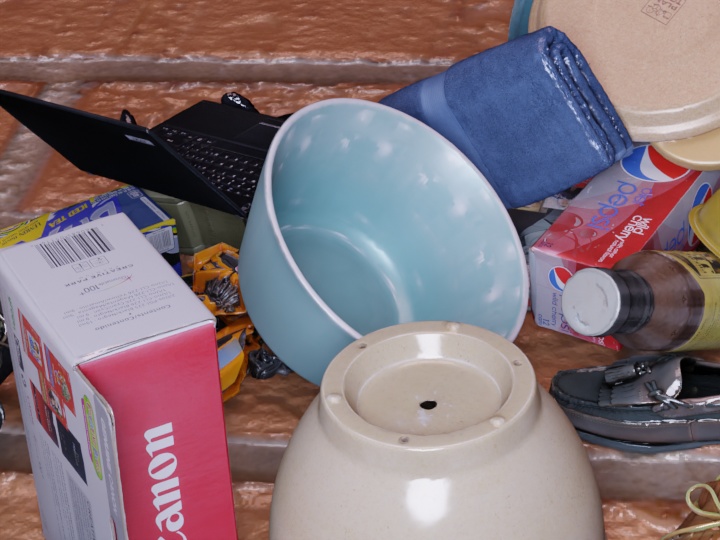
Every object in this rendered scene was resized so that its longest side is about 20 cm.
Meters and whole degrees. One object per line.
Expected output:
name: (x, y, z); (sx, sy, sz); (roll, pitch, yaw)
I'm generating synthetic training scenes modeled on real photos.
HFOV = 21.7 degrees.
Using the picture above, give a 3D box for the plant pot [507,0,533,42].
plant pot: (0.246, -0.177, 1.439); (0.199, 0.201, 0.187); (-31, 48, -35)

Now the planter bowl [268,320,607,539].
planter bowl: (0.041, 0.115, 1.052); (0.198, 0.136, 0.201); (-2, 33, 2)

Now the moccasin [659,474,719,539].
moccasin: (0.215, 0.142, 1.040); (0.073, 0.078, 0.201); (25, 43, 37)

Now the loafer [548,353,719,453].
loafer: (0.213, 0.073, 1.160); (0.198, 0.063, 0.072); (6, 34, 15)

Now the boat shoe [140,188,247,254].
boat shoe: (-0.079, -0.046, 1.368); (0.199, 0.075, 0.068); (12, 42, 26)

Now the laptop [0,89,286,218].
laptop: (-0.127, -0.107, 1.319); (0.176, 0.104, 0.200); (17, 38, 39)

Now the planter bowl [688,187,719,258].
planter bowl: (0.322, -0.034, 1.227); (0.199, 0.084, 0.201); (17, 21, -7)

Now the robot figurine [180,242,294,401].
robot figurine: (-0.114, 0.047, 1.243); (0.144, 0.059, 0.200); (22, 41, 33)

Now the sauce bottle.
sauce bottle: (0.190, 0.019, 1.170); (0.064, 0.065, 0.199); (19, 10, 32)

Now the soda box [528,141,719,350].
soda box: (0.189, -0.031, 1.286); (0.070, 0.064, 0.200); (17, 40, 26)

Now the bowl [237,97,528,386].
bowl: (0.000, 0.000, 1.217); (0.200, 0.105, 0.202); (20, 50, -25)

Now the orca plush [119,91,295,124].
orca plush: (-0.102, -0.116, 1.481); (0.198, 0.072, 0.105); (10, 35, 21)

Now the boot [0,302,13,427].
boot: (-0.243, 0.060, 1.138); (0.203, 0.074, 0.154); (-21, 23, 51)

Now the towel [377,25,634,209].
towel: (0.089, -0.095, 1.309); (0.199, 0.112, 0.049); (-19, 17, 48)

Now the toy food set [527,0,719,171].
toy food set: (0.216, -0.173, 1.314); (0.199, 0.049, 0.199); (18, 71, 24)

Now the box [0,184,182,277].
box: (-0.226, 0.009, 1.311); (0.199, 0.065, 0.070); (-21, 37, -26)

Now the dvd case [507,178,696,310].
dvd case: (0.174, -0.030, 1.364); (0.145, 0.022, 0.200); (6, 33, 16)

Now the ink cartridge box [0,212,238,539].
ink cartridge box: (-0.123, 0.101, 1.028); (0.083, 0.201, 0.176); (-18, 35, -22)
